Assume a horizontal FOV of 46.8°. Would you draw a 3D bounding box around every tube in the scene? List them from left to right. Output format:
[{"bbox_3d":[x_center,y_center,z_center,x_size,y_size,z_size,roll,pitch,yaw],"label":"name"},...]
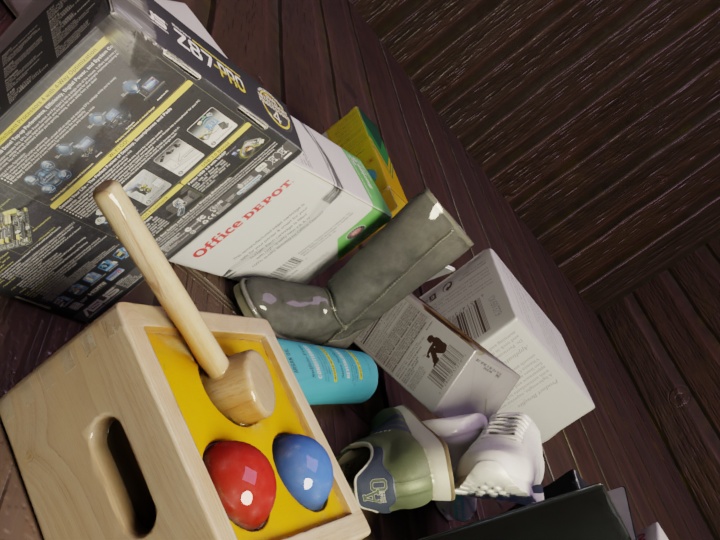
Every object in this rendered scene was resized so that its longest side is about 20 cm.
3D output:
[{"bbox_3d":[-0.054,0.093,0.754,0.199,0.050,0.078,15,35,-57],"label":"tube"}]

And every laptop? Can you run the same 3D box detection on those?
[{"bbox_3d":[0.144,0.225,0.758,0.118,0.185,0.200,66,16,-7],"label":"laptop"}]

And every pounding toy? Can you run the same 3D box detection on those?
[{"bbox_3d":[-0.096,0.086,0.476,0.202,0.141,0.183,61,18,18],"label":"pounding toy"}]

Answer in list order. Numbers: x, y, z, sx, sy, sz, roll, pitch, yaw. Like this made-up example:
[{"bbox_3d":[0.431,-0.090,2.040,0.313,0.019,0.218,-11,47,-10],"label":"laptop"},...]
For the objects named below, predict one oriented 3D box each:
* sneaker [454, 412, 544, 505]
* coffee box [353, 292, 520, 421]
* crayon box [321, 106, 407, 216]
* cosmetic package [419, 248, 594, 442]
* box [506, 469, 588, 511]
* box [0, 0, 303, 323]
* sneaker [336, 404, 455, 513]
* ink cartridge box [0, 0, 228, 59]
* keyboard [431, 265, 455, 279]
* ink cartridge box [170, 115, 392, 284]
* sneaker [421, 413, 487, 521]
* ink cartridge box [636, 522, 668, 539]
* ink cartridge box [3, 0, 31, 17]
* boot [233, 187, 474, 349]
[{"bbox_3d":[0.126,0.164,0.741,0.200,0.075,0.082,43,55,-69],"label":"sneaker"},{"bbox_3d":[0.060,0.078,0.902,0.199,0.080,0.113,38,4,40],"label":"coffee box"},{"bbox_3d":[-0.015,-0.102,1.074,0.051,0.126,0.202,37,26,-43],"label":"crayon box"},{"bbox_3d":[0.179,0.119,1.123,0.200,0.164,0.166,46,19,-28],"label":"cosmetic package"},{"bbox_3d":[0.276,0.385,0.971,0.200,0.117,0.197,48,18,-18],"label":"box"},{"bbox_3d":[-0.156,-0.058,0.487,0.161,0.199,0.050,27,33,-54],"label":"box"},{"bbox_3d":[0.014,0.167,0.744,0.200,0.088,0.069,179,-99,-78],"label":"sneaker"},{"bbox_3d":[-0.189,-0.120,0.602,0.086,0.146,0.200,50,17,-5],"label":"ink cartridge box"},{"bbox_3d":[0.044,0.006,0.990,0.055,0.200,0.011,18,74,-17],"label":"keyboard"},{"bbox_3d":[-0.082,-0.062,0.782,0.199,0.145,0.085,22,36,-61],"label":"ink cartridge box"},{"bbox_3d":[0.094,0.200,0.825,0.201,0.074,0.090,75,9,-65],"label":"sneaker"},{"bbox_3d":[0.223,0.356,0.741,0.147,0.199,0.146,56,17,8],"label":"ink cartridge box"},{"bbox_3d":[-0.246,-0.307,0.796,0.085,0.144,0.200,53,17,-5],"label":"ink cartridge box"},{"bbox_3d":[-0.001,-0.002,0.797,0.181,0.199,0.073,28,30,-55],"label":"boot"}]
